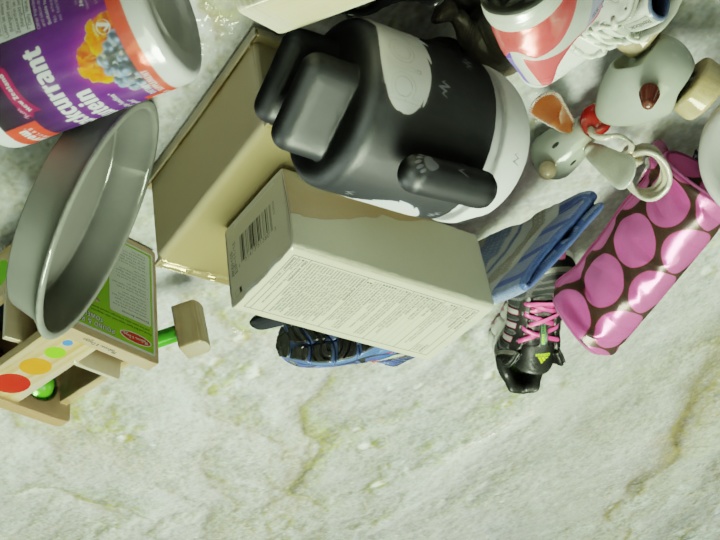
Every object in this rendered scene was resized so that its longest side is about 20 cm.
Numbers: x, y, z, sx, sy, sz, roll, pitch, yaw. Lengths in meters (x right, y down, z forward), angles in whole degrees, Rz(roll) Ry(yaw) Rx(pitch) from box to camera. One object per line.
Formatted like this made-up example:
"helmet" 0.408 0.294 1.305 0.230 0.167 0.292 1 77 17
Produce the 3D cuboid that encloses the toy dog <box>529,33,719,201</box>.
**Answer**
"toy dog" 0.206 -0.122 1.021 0.131 0.096 0.201 27 137 10

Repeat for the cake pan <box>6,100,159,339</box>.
"cake pan" -0.216 -0.045 0.980 0.037 0.201 0.201 23 141 3

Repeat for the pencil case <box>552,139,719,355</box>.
"pencil case" 0.254 -0.018 1.163 0.093 0.091 0.201 38 117 9

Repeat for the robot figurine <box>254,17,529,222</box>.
"robot figurine" 0.026 -0.103 0.899 0.199 0.151 0.125 13 155 -32

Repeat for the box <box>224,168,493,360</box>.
"box" 0.000 0.000 1.013 0.199 0.078 0.095 18 136 -34

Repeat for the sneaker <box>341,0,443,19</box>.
"sneaker" -0.028 -0.215 0.860 0.198 0.091 0.076 -5 141 -4

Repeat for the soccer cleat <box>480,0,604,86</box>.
"soccer cleat" 0.144 -0.210 0.837 0.068 0.201 0.073 11 145 36

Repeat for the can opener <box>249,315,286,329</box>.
"can opener" -0.022 0.013 1.197 0.199 0.064 0.079 -23 143 17

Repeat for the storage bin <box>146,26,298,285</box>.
"storage bin" -0.047 -0.073 1.049 0.197 0.094 0.200 15 137 -31

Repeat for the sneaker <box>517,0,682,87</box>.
"sneaker" 0.184 -0.200 0.934 0.074 0.088 0.200 14 139 -31

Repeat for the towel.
"towel" 0.112 -0.002 1.120 0.024 0.147 0.200 54 142 -10

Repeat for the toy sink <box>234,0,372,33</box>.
"toy sink" 0.009 -0.244 0.761 0.199 0.131 0.112 -17 180 11

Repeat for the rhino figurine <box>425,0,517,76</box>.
"rhino figurine" 0.094 -0.182 0.944 0.087 0.060 0.200 30 146 -18

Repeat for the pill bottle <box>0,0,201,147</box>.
"pill bottle" -0.221 -0.152 0.882 0.199 0.112 0.112 -19 144 13

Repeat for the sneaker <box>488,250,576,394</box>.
"sneaker" 0.181 0.058 1.286 0.073 0.088 0.201 -1 143 -12

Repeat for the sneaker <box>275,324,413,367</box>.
"sneaker" 0.013 0.070 1.279 0.198 0.076 0.079 -7 148 -1

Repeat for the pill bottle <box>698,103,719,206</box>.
"pill bottle" 0.359 -0.088 1.061 0.114 0.115 0.200 -27 167 23

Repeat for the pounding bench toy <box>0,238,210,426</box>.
"pounding bench toy" -0.256 0.060 1.153 0.156 0.125 0.199 -33 139 29
